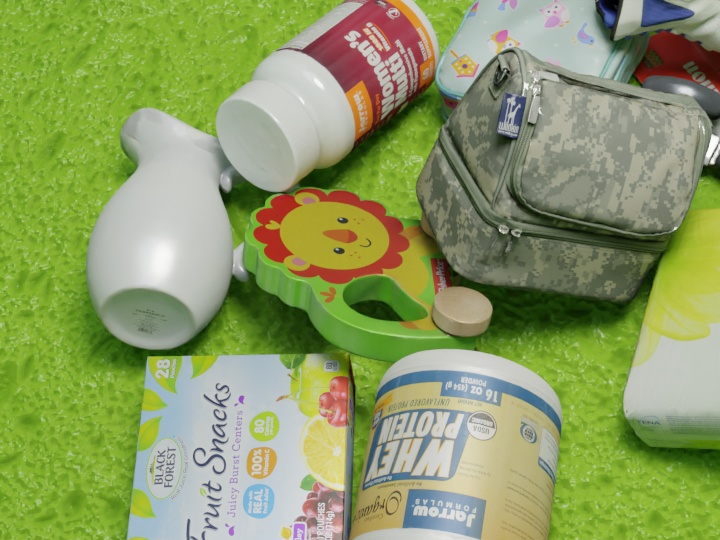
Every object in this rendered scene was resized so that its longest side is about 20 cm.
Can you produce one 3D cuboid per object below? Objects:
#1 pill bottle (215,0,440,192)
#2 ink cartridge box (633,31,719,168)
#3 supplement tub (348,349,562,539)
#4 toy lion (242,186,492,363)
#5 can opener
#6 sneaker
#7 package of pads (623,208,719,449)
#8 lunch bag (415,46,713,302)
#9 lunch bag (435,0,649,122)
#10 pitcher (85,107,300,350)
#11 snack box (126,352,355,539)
[{"bbox_3d":[-0.027,-0.158,1.264,0.109,0.110,0.200,31,51,22],"label":"pill bottle"},{"bbox_3d":[0.358,-0.200,1.311,0.199,0.050,0.163,-25,59,-13],"label":"ink cartridge box"},{"bbox_3d":[0.068,0.175,1.057,0.143,0.145,0.202,6,59,9],"label":"supplement tub"},{"bbox_3d":[0.000,0.000,1.169,0.189,0.069,0.201,5,35,-7],"label":"toy lion"},{"bbox_3d":[0.326,-0.106,1.232,0.199,0.067,0.054,28,87,15],"label":"can opener"},{"bbox_3d":[0.268,-0.234,1.247,0.115,0.199,0.081,-27,47,29],"label":"sneaker"},{"bbox_3d":[0.295,0.042,1.129,0.153,0.068,0.201,-4,54,37],"label":"package of pads"},{"bbox_3d":[0.161,-0.081,1.142,0.198,0.169,0.140,9,35,-26],"label":"lunch bag"},{"bbox_3d":[0.168,-0.190,1.305,0.159,0.077,0.201,21,64,20],"label":"lunch bag"},{"bbox_3d":[-0.139,-0.031,1.232,0.170,0.122,0.201,11,48,-5],"label":"pitcher"},{"bbox_3d":[-0.090,0.167,1.125,0.167,0.068,0.202,-1,58,5],"label":"snack box"}]
